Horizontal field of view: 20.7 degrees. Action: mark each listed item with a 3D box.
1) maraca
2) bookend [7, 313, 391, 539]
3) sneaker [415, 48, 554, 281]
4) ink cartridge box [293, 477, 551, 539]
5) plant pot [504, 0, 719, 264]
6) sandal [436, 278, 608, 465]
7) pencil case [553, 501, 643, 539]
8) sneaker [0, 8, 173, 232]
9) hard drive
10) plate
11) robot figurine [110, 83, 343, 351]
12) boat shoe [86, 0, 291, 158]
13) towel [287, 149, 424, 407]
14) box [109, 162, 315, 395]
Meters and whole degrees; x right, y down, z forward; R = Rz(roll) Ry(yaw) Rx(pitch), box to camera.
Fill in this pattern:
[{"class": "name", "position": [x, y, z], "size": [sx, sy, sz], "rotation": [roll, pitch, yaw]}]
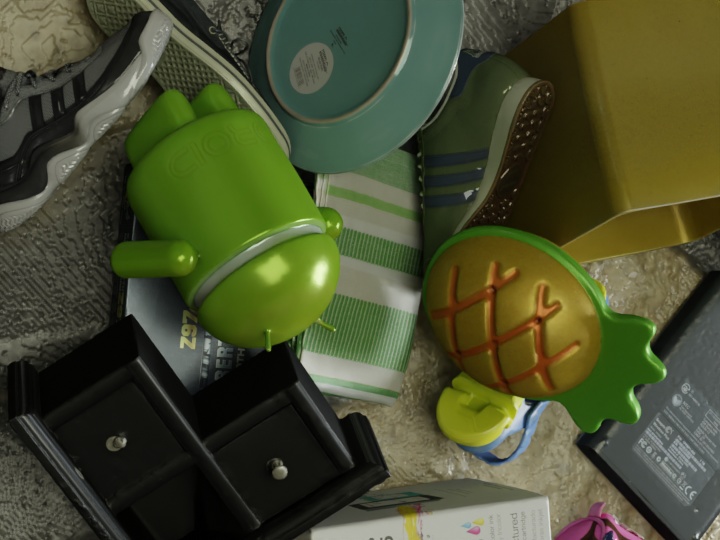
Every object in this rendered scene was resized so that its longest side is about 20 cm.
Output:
[{"class": "maraca", "position": [0.138, 0.045, 1.508], "size": [0.199, 0.138, 0.107], "rotation": [32, 37, 9]}, {"class": "bookend", "position": [-0.116, 0.110, 1.414], "size": [0.199, 0.092, 0.199], "rotation": [-31, 115, 3]}, {"class": "sneaker", "position": [0.079, -0.084, 1.558], "size": [0.067, 0.090, 0.201], "rotation": [-17, 137, -50]}, {"class": "ink cartridge box", "position": [0.030, 0.250, 1.518], "size": [0.198, 0.146, 0.148], "rotation": [-5, 92, -23]}, {"class": "plant pot", "position": [0.216, -0.116, 1.578], "size": [0.199, 0.200, 0.178], "rotation": [-11, 80, -26]}, {"class": "sandal", "position": [0.134, 0.083, 1.611], "size": [0.200, 0.079, 0.087], "rotation": [-46, 144, -24]}, {"class": "pencil case", "position": [0.247, 0.281, 1.647], "size": [0.200, 0.091, 0.094], "rotation": [37, 63, -21]}, {"class": "sneaker", "position": [-0.231, -0.132, 1.421], "size": [0.114, 0.076, 0.200], "rotation": [41, 98, -9]}, {"class": "hard drive", "position": [0.293, 0.120, 1.692], "size": [0.140, 0.033, 0.200], "rotation": [46, 74, -17]}, {"class": "plate", "position": [-0.011, -0.172, 1.478], "size": [0.026, 0.199, 0.202], "rotation": [23, 80, -52]}, {"class": "robot figurine", "position": [-0.090, -0.033, 1.407], "size": [0.175, 0.116, 0.201], "rotation": [-15, 68, -49]}, {"class": "boat shoe", "position": [-0.120, -0.156, 1.482], "size": [0.200, 0.075, 0.062], "rotation": [47, 44, -2]}, {"class": "towel", "position": [0.000, 0.000, 1.538], "size": [0.152, 0.023, 0.202], "rotation": [15, 81, -52]}, {"class": "box", "position": [-0.111, 0.025, 1.508], "size": [0.156, 0.051, 0.202], "rotation": [7, 88, -22]}]
